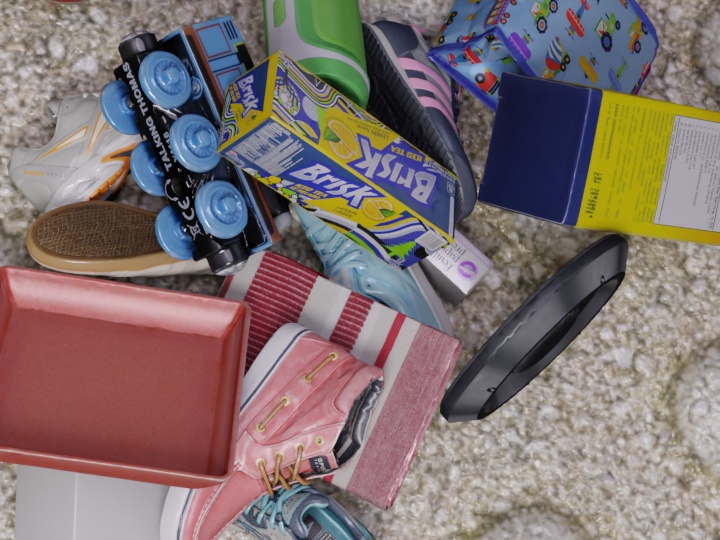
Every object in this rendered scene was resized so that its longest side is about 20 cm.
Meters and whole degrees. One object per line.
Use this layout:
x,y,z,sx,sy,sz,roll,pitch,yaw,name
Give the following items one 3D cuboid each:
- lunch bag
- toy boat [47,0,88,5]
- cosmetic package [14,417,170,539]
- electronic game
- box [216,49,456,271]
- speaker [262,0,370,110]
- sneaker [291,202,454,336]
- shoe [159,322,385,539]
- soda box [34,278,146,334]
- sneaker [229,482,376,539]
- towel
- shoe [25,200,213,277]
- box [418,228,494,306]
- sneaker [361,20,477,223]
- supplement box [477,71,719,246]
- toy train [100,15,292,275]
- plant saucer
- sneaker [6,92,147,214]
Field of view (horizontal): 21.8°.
0.178,-0.187,1.595,0.200,0.094,0.151,41,62,-26,lunch bag
-0.217,-0.320,1.509,0.130,0.131,0.200,39,71,1,toy boat
-0.197,0.219,1.401,0.107,0.085,0.201,13,71,-42,cosmetic package
0.137,0.046,1.475,0.200,0.200,0.042,-40,76,-19,electronic game
-0.014,-0.081,1.443,0.200,0.064,0.070,33,45,-34,box
-0.039,-0.196,1.531,0.088,0.089,0.201,4,45,-10,speaker
0.000,0.000,1.513,0.200,0.074,0.082,53,30,7,sneaker
-0.063,0.138,1.397,0.091,0.072,0.201,24,70,25,shoe
-0.261,0.088,1.456,0.199,0.063,0.071,-30,80,-18,soda box
-0.060,0.179,1.457,0.200,0.086,0.078,34,71,0,sneaker
-0.034,0.080,1.467,0.199,0.023,0.145,25,90,17,towel
-0.170,-0.016,1.487,0.199,0.054,0.070,-4,48,-27,shoe
0.023,-0.054,1.566,0.200,0.041,0.039,42,71,4,box
0.063,-0.130,1.565,0.082,0.070,0.201,-9,63,-34,sneaker
0.210,-0.089,1.520,0.199,0.109,0.109,6,98,-38,supplement box
-0.119,-0.097,1.450,0.114,0.087,0.201,-23,89,-42,toy train
-0.186,0.083,1.374,0.199,0.037,0.200,9,38,-5,plant saucer
-0.204,-0.124,1.526,0.092,0.076,0.200,42,70,7,sneaker
